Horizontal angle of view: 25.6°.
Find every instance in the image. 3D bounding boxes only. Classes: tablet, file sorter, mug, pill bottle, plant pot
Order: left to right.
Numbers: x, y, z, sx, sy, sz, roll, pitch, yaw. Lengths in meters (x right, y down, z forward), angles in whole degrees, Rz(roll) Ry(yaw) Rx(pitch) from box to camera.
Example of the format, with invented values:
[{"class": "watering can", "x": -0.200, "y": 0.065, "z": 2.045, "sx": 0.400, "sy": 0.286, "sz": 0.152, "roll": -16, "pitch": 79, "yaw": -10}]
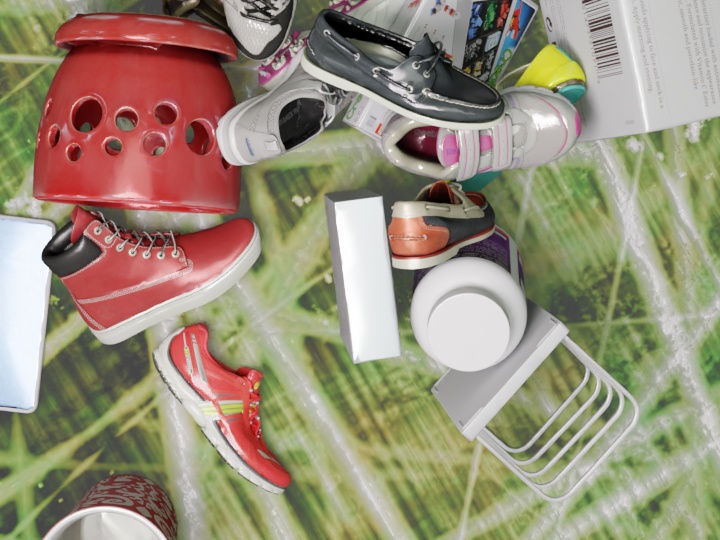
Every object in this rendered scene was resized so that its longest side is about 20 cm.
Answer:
[{"class": "tablet", "x": -0.385, "y": 0.041, "z": 1.620, "sx": 0.129, "sy": 0.014, "sz": 0.201, "roll": 7, "pitch": 94, "yaw": -3}, {"class": "mug", "x": -0.258, "y": 0.285, "z": 1.554, "sx": 0.177, "sy": 0.200, "sz": 0.134, "roll": -35, "pitch": 96, "yaw": 1}, {"class": "plant pot", "x": -0.210, "y": -0.149, "z": 1.521, "sx": 0.199, "sy": 0.200, "sz": 0.184, "roll": 4, "pitch": 92, "yaw": -3}, {"class": "pill bottle", "x": 0.105, "y": 0.026, "z": 1.543, "sx": 0.112, "sy": 0.200, "sz": 0.113, "roll": 1, "pitch": 108, "yaw": 4}, {"class": "file sorter", "x": 0.172, "y": 0.125, "z": 1.566, "sx": 0.124, "sy": 0.200, "sz": 0.139, "roll": 42, "pitch": 92, "yaw": -10}]

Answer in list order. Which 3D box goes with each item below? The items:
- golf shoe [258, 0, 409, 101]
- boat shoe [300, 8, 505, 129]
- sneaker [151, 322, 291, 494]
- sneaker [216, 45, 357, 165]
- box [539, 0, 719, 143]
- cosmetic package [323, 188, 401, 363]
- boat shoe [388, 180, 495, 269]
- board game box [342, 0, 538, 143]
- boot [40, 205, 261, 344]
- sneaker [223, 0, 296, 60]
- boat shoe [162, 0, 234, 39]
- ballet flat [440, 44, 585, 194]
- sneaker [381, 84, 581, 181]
[{"class": "golf shoe", "x": -0.007, "y": -0.229, "z": 1.596, "sx": 0.200, "sy": 0.075, "sz": 0.092, "roll": -38, "pitch": 113, "yaw": 2}, {"class": "boat shoe", "x": 0.043, "y": -0.190, "z": 1.449, "sx": 0.199, "sy": 0.075, "sz": 0.066, "roll": 24, "pitch": 129, "yaw": 14}, {"class": "sneaker", "x": -0.127, "y": 0.140, "z": 1.613, "sx": 0.085, "sy": 0.077, "sz": 0.200, "roll": -38, "pitch": 96, "yaw": -5}, {"class": "sneaker", "x": -0.042, "y": -0.157, "z": 1.499, "sx": 0.200, "sy": 0.082, "sz": 0.075, "roll": -45, "pitch": 127, "yaw": -32}, {"class": "box", "x": 0.272, "y": -0.236, "z": 1.527, "sx": 0.130, "sy": 0.200, "sz": 0.200, "roll": -13, "pitch": 95, "yaw": -13}, {"class": "cosmetic package", "x": 0.000, "y": 0.000, "z": 1.542, "sx": 0.051, "sy": 0.200, "sz": 0.152, "roll": -9, "pitch": 96, "yaw": -3}, {"class": "boat shoe", "x": 0.078, "y": -0.053, "z": 1.505, "sx": 0.071, "sy": 0.200, "sz": 0.063, "roll": -2, "pitch": 103, "yaw": 25}, {"class": "board game box", "x": 0.082, "y": -0.208, "z": 1.586, "sx": 0.126, "sy": 0.035, "sz": 0.201, "roll": 27, "pitch": 93, "yaw": -33}, {"class": "boot", "x": -0.207, "y": -0.026, "z": 1.566, "sx": 0.199, "sy": 0.073, "sz": 0.145, "roll": -28, "pitch": 126, "yaw": 1}, {"class": "sneaker", "x": -0.095, "y": -0.280, "z": 1.479, "sx": 0.075, "sy": 0.088, "sz": 0.201, "roll": 10, "pitch": 124, "yaw": 0}, {"class": "boat shoe", "x": -0.168, "y": -0.281, "z": 1.567, "sx": 0.199, "sy": 0.072, "sz": 0.072, "roll": 31, "pitch": 67, "yaw": -11}, {"class": "ballet flat", "x": 0.141, "y": -0.149, "z": 1.570, "sx": 0.200, "sy": 0.067, "sz": 0.067, "roll": -43, "pitch": 64, "yaw": 33}, {"class": "sneaker", "x": 0.108, "y": -0.122, "z": 1.497, "sx": 0.199, "sy": 0.088, "sz": 0.082, "roll": -6, "pitch": 110, "yaw": 18}]
